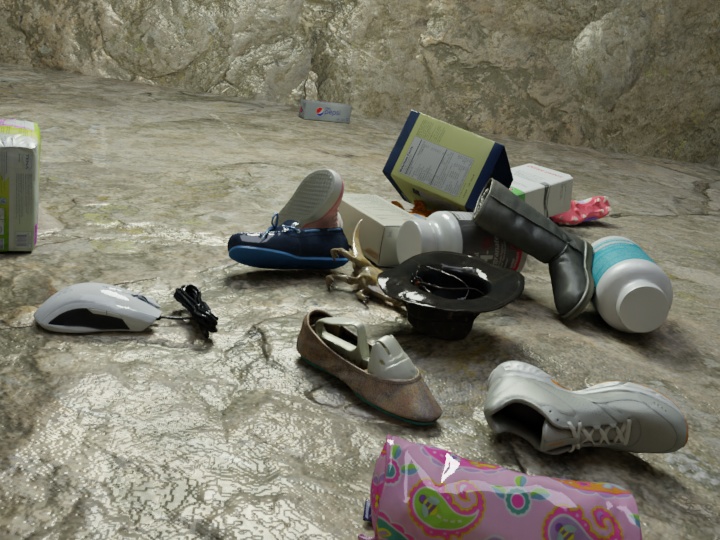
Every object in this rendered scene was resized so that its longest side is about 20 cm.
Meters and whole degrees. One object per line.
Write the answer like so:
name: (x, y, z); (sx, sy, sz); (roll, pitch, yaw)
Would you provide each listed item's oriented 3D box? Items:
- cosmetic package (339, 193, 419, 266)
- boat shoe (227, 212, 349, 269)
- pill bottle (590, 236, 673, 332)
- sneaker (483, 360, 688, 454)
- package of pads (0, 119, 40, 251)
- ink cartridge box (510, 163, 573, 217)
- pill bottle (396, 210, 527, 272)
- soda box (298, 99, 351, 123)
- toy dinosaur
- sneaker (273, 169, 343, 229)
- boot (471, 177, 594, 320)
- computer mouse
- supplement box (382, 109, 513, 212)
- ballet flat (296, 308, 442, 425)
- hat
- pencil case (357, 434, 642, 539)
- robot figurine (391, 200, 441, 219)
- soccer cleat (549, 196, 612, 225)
cosmetic package: (0.030, -0.074, 1.273); (0.104, 0.072, 0.200); (0, 20, -28)
boat shoe: (-0.109, -0.041, 1.088); (0.198, 0.070, 0.084); (6, -20, -39)
pill bottle: (0.404, 0.024, 1.106); (0.109, 0.112, 0.200); (10, 18, 3)
sneaker: (0.214, 0.154, 0.712); (0.197, 0.077, 0.092); (8, 24, 21)
package of pads: (-0.498, -0.131, 1.047); (0.067, 0.157, 0.200); (1, 20, -24)
ink cartridge box: (0.358, -0.170, 1.638); (0.198, 0.085, 0.146); (-17, 29, -27)
pill bottle: (0.162, -0.039, 1.171); (0.197, 0.112, 0.111); (0, 20, -26)
soda box: (-0.136, -0.613, 2.797); (0.197, 0.069, 0.063); (-1, 21, -28)
toy dinosaur: (0.000, 0.000, 1.066); (0.100, 0.059, 0.201); (4, 36, -33)
sneaker: (-0.056, -0.093, 1.163); (0.103, 0.076, 0.200); (9, -28, -30)
boot: (0.259, -0.036, 1.105); (0.199, 0.073, 0.183); (35, 39, -14)
computer mouse: (-0.267, 0.040, 0.833); (0.197, 0.044, 0.110); (2, 21, -23)
supplement box: (0.176, -0.187, 1.431); (0.198, 0.136, 0.200); (26, -4, 20)
ballet flat: (0.005, 0.094, 0.770); (0.198, 0.068, 0.068); (23, 23, 34)
hat: (0.119, 0.044, 0.961); (0.197, 0.082, 0.201); (0, 21, 0)
pencil case: (0.100, 0.183, 0.537); (0.197, 0.089, 0.088); (10, 18, 5)
robot figurine: (0.149, -0.081, 1.370); (0.199, 0.059, 0.144); (24, 22, 39)
soccer cleat: (0.516, -0.139, 1.749); (0.198, 0.068, 0.076); (-11, -13, -27)
